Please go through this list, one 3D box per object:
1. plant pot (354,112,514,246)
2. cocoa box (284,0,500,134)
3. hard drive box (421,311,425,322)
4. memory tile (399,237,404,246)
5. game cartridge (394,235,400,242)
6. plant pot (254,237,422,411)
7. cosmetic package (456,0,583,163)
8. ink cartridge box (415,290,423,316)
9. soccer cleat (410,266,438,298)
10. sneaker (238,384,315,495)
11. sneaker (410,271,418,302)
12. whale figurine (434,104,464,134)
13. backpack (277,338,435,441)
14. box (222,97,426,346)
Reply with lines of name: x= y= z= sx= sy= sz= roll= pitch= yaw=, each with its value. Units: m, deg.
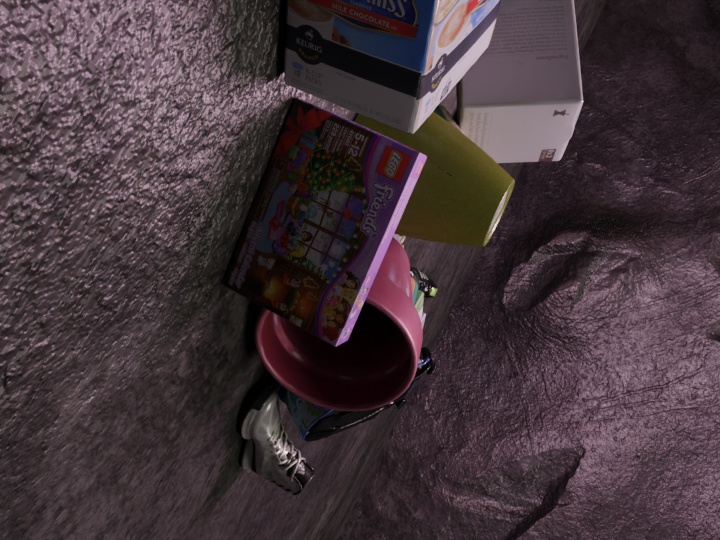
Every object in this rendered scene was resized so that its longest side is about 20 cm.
plant pot: x=0.091 y=-0.115 z=0.835 sx=0.188 sy=0.199 sz=0.188 roll=-56 pitch=164 yaw=-25
cocoa box: x=0.039 y=-0.241 z=0.561 sx=0.200 sy=0.133 sz=0.132 roll=-52 pitch=161 yaw=-41
hard drive box: x=0.083 y=0.203 z=1.611 sx=0.201 sy=0.076 sz=0.156 roll=-57 pitch=164 yaw=-26
memory tile: x=0.042 y=-0.024 z=1.192 sx=0.200 sy=0.017 sz=0.154 roll=-51 pitch=161 yaw=-43
game cartridge: x=0.000 y=0.000 z=1.011 sx=0.201 sy=0.038 sz=0.130 roll=-63 pitch=151 yaw=-4
plant pot: x=-0.013 y=0.043 z=0.803 sx=0.180 sy=0.198 sz=0.201 roll=-71 pitch=176 yaw=-50
cosmetic package: x=0.227 y=-0.288 z=0.953 sx=0.165 sy=0.163 sz=0.202 roll=70 pitch=21 yaw=-70
ink cartridge box: x=0.058 y=0.140 z=1.395 sx=0.201 sy=0.084 sz=0.145 roll=-59 pitch=165 yaw=-20
soccer cleat: x=0.142 y=0.034 z=1.515 sx=0.068 sy=0.081 sz=0.200 roll=-65 pitch=166 yaw=7
sneaker: x=-0.110 y=0.250 z=0.923 sx=0.076 sy=0.115 sz=0.201 roll=-50 pitch=160 yaw=-41
sneaker: x=0.051 y=0.018 z=1.021 sx=0.201 sy=0.071 sz=0.080 roll=79 pitch=31 yaw=-52
whale figurine: x=0.103 y=-0.153 z=0.972 sx=0.103 sy=0.160 sz=0.200 roll=-22 pitch=155 yaw=-14
backpack: x=-0.022 y=0.153 z=0.941 sx=0.199 sy=0.147 sz=0.183 roll=-23 pitch=158 yaw=-28
box: x=-0.038 y=-0.047 z=0.622 sx=0.201 sy=0.136 sz=0.039 roll=-67 pitch=166 yaw=11
